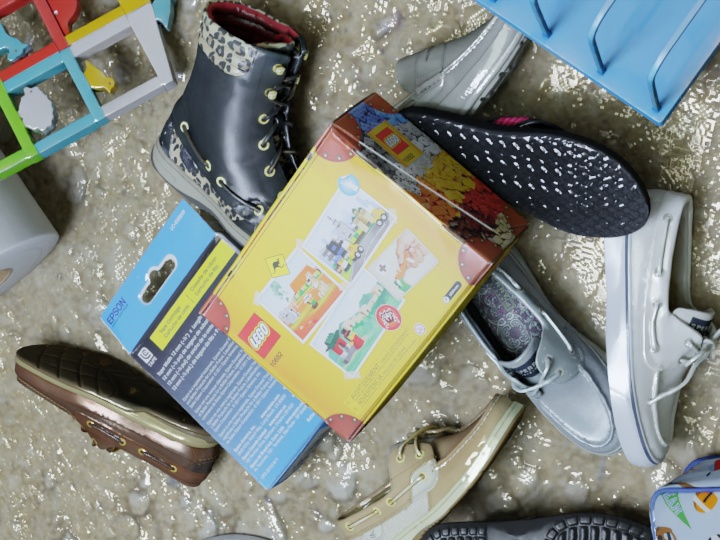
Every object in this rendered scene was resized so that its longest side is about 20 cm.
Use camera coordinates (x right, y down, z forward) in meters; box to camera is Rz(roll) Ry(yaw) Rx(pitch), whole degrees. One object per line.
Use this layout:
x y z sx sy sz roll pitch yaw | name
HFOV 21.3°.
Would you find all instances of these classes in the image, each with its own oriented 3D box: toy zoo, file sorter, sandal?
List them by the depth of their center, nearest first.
0.155 -0.218 1.266 0.200 0.123 0.139 36 90 14 | file sorter
0.115 -0.080 1.353 0.200 0.045 0.075 18 126 22 | sandal
-0.234 -0.171 1.514 0.200 0.020 0.131 -29 79 1 | toy zoo

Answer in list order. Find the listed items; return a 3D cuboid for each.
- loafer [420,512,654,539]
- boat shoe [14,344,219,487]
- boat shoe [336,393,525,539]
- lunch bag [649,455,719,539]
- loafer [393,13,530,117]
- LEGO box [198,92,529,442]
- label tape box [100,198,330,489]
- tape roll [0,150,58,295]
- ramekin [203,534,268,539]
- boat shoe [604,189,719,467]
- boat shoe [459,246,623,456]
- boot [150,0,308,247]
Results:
0.146 0.216 1.455 0.200 0.071 0.073 4 87 11 | loafer
-0.208 0.121 1.601 0.200 0.072 0.068 22 111 17 | boat shoe
0.049 0.159 1.480 0.066 0.074 0.200 42 119 5 | boat shoe
0.298 0.230 1.359 0.160 0.076 0.200 -9 101 41 | lunch bag
0.057 -0.135 1.396 0.070 0.070 0.200 42 119 1 | loafer
0.000 0.000 1.375 0.149 0.077 0.200 41 123 6 | LEGO box
-0.094 0.053 1.529 0.200 0.066 0.143 44 118 12 | label tape box
-0.367 -0.028 1.567 0.203 0.203 0.139 -37 85 30 | tape roll
-0.109 0.330 1.595 0.200 0.098 0.201 7 107 25 | ramekin
0.225 0.041 1.364 0.086 0.075 0.202 -1 94 25 | boat shoe
0.125 0.060 1.414 0.070 0.071 0.201 -40 84 30 | boat shoe
-0.063 -0.097 1.453 0.203 0.073 0.154 34 127 19 | boot
